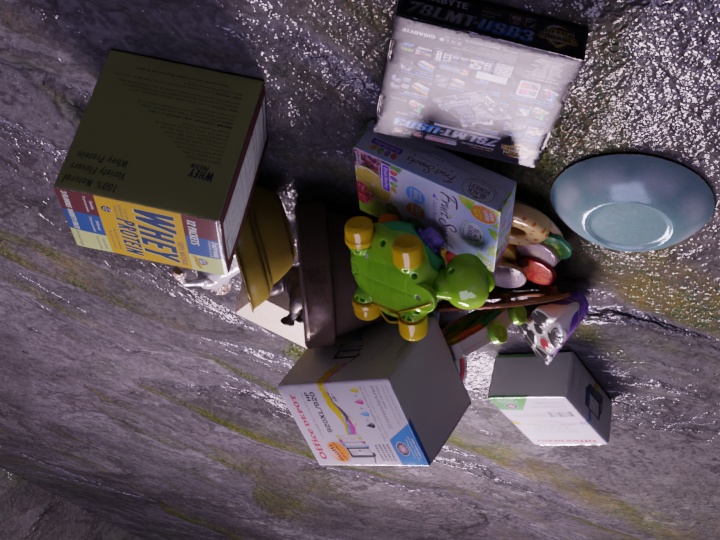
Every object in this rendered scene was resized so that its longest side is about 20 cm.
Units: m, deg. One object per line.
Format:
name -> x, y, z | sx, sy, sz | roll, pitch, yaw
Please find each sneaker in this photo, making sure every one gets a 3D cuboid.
sneaker -> 0.292, 0.081, 1.523 | 0.081, 0.083, 0.200 | 56, 168, 7

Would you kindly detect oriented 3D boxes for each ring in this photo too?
ring -> 0.194, 0.036, 1.447 | 0.197, 0.020, 0.200 | -7, -178, 0

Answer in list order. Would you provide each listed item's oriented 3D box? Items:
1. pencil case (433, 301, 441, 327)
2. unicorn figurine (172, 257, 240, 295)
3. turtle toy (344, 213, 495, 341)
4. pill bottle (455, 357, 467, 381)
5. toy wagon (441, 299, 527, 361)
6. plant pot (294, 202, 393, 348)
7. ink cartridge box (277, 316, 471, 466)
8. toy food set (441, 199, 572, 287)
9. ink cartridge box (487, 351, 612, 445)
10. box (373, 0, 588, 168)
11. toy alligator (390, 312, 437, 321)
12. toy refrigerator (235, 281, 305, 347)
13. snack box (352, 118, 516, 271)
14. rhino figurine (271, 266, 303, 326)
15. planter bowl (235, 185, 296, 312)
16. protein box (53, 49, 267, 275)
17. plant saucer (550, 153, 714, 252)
pencil case -> 0.026, 0.057, 1.590 | 0.197, 0.091, 0.084 | 2, 128, 19
unicorn figurine -> -0.223, -0.009, 1.589 | 0.198, 0.075, 0.137 | -17, 150, 36
turtle toy -> 0.069, 0.002, 1.271 | 0.198, 0.101, 0.147 | 22, 133, 33
pill bottle -> 0.072, 0.158, 1.634 | 0.118, 0.121, 0.199 | -9, 174, 36
toy wagon -> 0.169, 0.086, 1.507 | 0.154, 0.200, 0.040 | -26, 95, 39
plant pot -> 0.000, 0.000, 1.416 | 0.172, 0.203, 0.201 | -5, 152, -2
ink cartridge box -> 0.019, 0.170, 1.426 | 0.198, 0.145, 0.148 | -8, 117, 39
toy food set -> 0.183, -0.035, 1.387 | 0.198, 0.049, 0.198 | -7, 146, 33
ink cartridge box -> 0.326, 0.222, 1.750 | 0.144, 0.088, 0.200 | -6, 144, 34
box -> 0.122, -0.202, 1.110 | 0.197, 0.050, 0.199 | 13, 153, 1
toy alligator -> 0.050, 0.095, 1.505 | 0.059, 0.054, 0.199 | 48, 133, -8
toy refrigerator -> -0.099, 0.069, 1.688 | 0.199, 0.071, 0.076 | 28, 142, -25
snack box -> 0.089, -0.091, 1.266 | 0.198, 0.053, 0.143 | 26, 157, 17
rhino figurine -> -0.082, 0.043, 1.547 | 0.199, 0.060, 0.088 | 31, 111, 10
planter bowl -> -0.138, -0.050, 1.410 | 0.082, 0.202, 0.201 | -16, 152, -6
protein box -> -0.231, -0.128, 1.243 | 0.196, 0.202, 0.135 | 12, 152, 4
plant saucer -> 0.331, -0.069, 1.267 | 0.198, 0.039, 0.202 | 11, 153, 6
